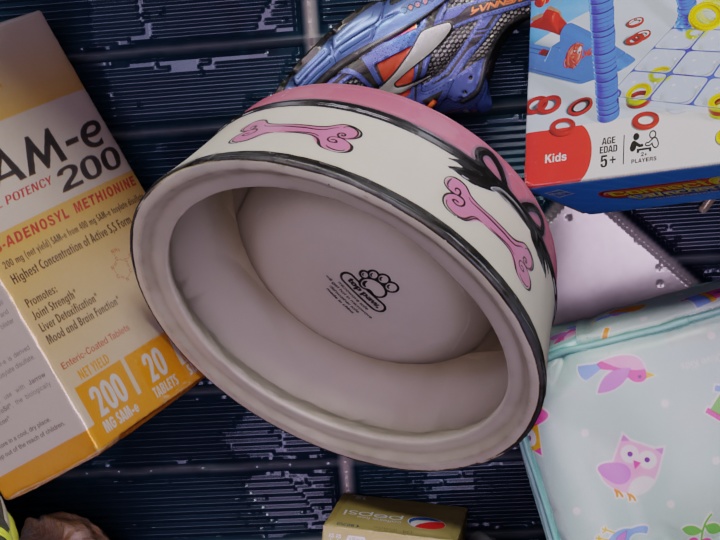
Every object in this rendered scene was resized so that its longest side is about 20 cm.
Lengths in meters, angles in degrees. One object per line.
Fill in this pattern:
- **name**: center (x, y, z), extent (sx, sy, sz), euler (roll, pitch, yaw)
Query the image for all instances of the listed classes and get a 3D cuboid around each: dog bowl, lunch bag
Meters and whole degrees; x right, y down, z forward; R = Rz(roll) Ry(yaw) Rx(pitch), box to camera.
- **dog bowl**: center (0.000, 0.000, 0.818), extent (0.199, 0.074, 0.201), euler (19, 142, 15)
- **lunch bag**: center (0.180, 0.087, 0.859), extent (0.199, 0.077, 0.161), euler (-14, 95, 11)

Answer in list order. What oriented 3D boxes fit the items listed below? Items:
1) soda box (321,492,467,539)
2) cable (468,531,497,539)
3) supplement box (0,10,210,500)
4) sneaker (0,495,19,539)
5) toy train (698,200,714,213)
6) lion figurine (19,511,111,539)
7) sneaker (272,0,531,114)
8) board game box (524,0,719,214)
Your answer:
- **soda box**: center (0.010, 0.219, 0.910), extent (0.067, 0.064, 0.201), euler (6, 98, 7)
- **cable**: center (0.107, 0.214, 0.846), extent (0.051, 0.163, 0.200), euler (-40, 102, 7)
- **supplement box**: center (-0.161, -0.011, 0.864), extent (0.073, 0.126, 0.200), euler (-28, 94, 33)
- **sneaker**: center (-0.199, 0.147, 0.883), extent (0.075, 0.200, 0.077), euler (-39, 107, -20)
- **toy train**: center (0.229, -0.088, 0.808), extent (0.085, 0.116, 0.200), euler (44, 101, 1)
- **lion figurine**: center (-0.099, 0.208, 0.930), extent (0.199, 0.072, 0.123), euler (22, 93, -9)
- **sneaker**: center (0.025, -0.096, 0.861), extent (0.200, 0.075, 0.078), euler (-40, 94, 13)
- **board game box**: center (0.168, -0.133, 0.767), extent (0.199, 0.056, 0.197), euler (-7, 76, 39)
